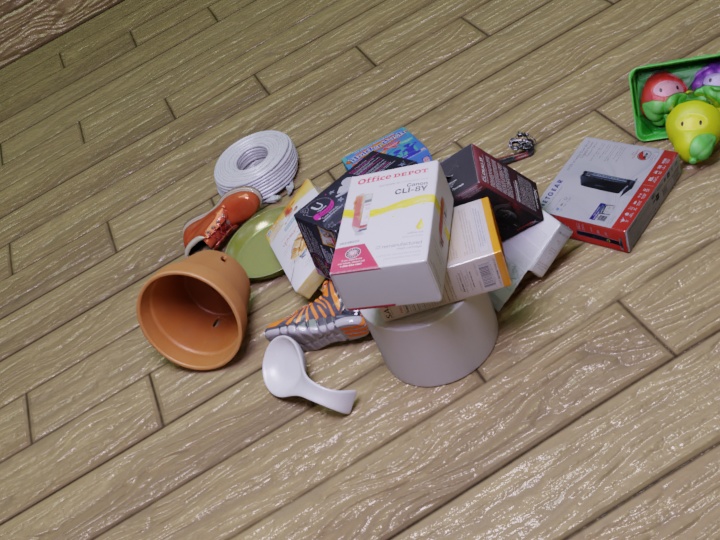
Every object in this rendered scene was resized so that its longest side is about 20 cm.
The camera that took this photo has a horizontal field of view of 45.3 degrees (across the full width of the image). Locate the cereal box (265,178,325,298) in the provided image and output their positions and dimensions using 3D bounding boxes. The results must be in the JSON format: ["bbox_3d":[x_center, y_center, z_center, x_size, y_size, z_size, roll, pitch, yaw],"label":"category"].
[{"bbox_3d":[-0.096,-0.062,1.587,0.145,0.039,0.201,-51,38,12],"label":"cereal box"}]

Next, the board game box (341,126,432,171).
[{"bbox_3d":[0.051,-0.214,1.717,0.150,0.045,0.200,-28,23,-1],"label":"board game box"}]

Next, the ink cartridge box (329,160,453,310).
[{"bbox_3d":[0.048,-0.051,1.225,0.143,0.084,0.202,-8,45,21],"label":"ink cartridge box"}]

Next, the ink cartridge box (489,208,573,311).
[{"bbox_3d":[0.242,-0.045,1.466,0.175,0.043,0.200,-57,39,13],"label":"ink cartridge box"}]

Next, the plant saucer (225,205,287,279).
[{"bbox_3d":[-0.174,-0.049,1.714,0.197,0.031,0.202,-16,40,14],"label":"plant saucer"}]

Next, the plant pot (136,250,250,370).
[{"bbox_3d":[-0.282,0.057,1.552,0.197,0.203,0.141,-8,26,20],"label":"plant pot"}]

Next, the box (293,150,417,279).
[{"bbox_3d":[0.009,-0.085,1.435,0.200,0.134,0.114,-41,40,-25],"label":"box"}]

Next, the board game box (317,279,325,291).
[{"bbox_3d":[0.000,0.000,1.524,0.199,0.034,0.137,29,90,44],"label":"board game box"}]

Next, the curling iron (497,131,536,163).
[{"bbox_3d":[0.244,-0.212,1.661,0.197,0.026,0.050,-23,77,10],"label":"curling iron"}]

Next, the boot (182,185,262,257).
[{"bbox_3d":[-0.282,-0.092,1.770,0.198,0.075,0.108,-32,32,17],"label":"boot"}]

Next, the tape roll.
[{"bbox_3d":[0.107,0.061,1.364,0.199,0.140,0.205,-15,42,14],"label":"tape roll"}]

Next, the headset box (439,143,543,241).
[{"bbox_3d":[0.175,-0.112,1.382,0.148,0.198,0.078,-28,56,35],"label":"headset box"}]

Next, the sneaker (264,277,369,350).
[{"bbox_3d":[-0.069,0.068,1.479,0.197,0.078,0.114,-10,57,19],"label":"sneaker"}]

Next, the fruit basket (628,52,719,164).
[{"bbox_3d":[0.572,-0.285,1.489,0.212,0.158,0.216,-14,24,6],"label":"fruit basket"}]

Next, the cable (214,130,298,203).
[{"bbox_3d":[-0.232,-0.227,1.901,0.197,0.070,0.202,-10,43,19],"label":"cable"}]

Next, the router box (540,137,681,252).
[{"bbox_3d":[0.419,-0.134,1.471,0.178,0.049,0.201,18,57,39],"label":"router box"}]

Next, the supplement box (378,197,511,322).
[{"bbox_3d":[0.113,-0.016,1.276,0.197,0.074,0.127,-16,42,12],"label":"supplement box"}]

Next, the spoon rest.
[{"bbox_3d":[-0.096,0.174,1.402,0.198,0.060,0.101,22,98,40],"label":"spoon rest"}]
